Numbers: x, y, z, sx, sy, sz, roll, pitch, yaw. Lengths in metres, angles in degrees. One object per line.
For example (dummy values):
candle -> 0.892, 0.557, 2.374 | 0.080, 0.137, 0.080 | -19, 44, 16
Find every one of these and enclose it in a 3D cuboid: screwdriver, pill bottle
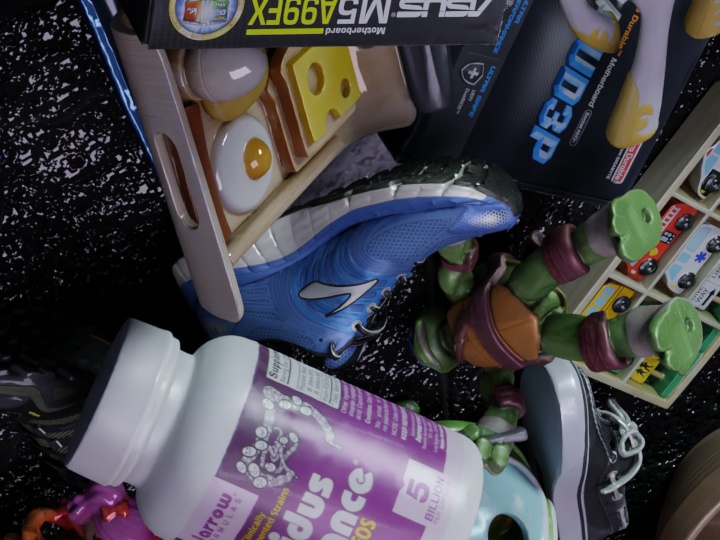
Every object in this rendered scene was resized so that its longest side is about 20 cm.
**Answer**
screwdriver -> 0.019, -0.172, 0.941 | 0.028, 0.029, 0.201 | 0, 120, 26
pill bottle -> -0.046, 0.102, 0.969 | 0.199, 0.113, 0.113 | 24, 115, -10

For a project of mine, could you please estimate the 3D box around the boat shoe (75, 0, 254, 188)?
boat shoe -> -0.089, -0.099, 0.937 | 0.068, 0.084, 0.201 | -25, 133, -7

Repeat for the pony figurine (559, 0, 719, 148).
pony figurine -> 0.176, -0.169, 0.920 | 0.192, 0.167, 0.200 | -25, 145, 2

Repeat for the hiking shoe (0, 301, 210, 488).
hiking shoe -> -0.161, 0.081, 1.042 | 0.199, 0.076, 0.101 | 8, 117, -31

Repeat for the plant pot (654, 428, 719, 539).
plant pot -> 0.277, 0.169, 1.303 | 0.199, 0.093, 0.202 | -13, 129, -17

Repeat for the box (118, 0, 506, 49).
box -> -0.043, -0.164, 0.830 | 0.159, 0.200, 0.045 | -3, 127, -23

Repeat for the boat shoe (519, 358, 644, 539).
boat shoe -> 0.147, 0.116, 1.204 | 0.068, 0.074, 0.200 | -18, 136, -6

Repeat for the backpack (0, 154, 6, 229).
backpack -> -0.248, -0.078, 0.845 | 0.181, 0.135, 0.201 | -4, 123, -23

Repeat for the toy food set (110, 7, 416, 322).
toy food set -> -0.036, -0.089, 0.901 | 0.200, 0.060, 0.144 | -49, 131, -47

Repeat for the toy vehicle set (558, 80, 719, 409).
toy vehicle set -> 0.207, -0.011, 1.178 | 0.124, 0.027, 0.201 | 21, 113, -36

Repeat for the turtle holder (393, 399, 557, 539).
turtle holder -> 0.042, 0.164, 1.163 | 0.141, 0.132, 0.185 | -44, 131, 12

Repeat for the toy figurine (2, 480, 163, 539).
toy figurine -> -0.138, 0.174, 1.066 | 0.199, 0.151, 0.184 | 34, 120, -13

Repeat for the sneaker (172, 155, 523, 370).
sneaker -> 0.000, 0.000, 0.998 | 0.199, 0.078, 0.090 | -20, 96, 26

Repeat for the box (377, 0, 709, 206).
box -> 0.115, -0.139, 1.024 | 0.158, 0.046, 0.201 | 10, 119, -30

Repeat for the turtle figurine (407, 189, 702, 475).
turtle figurine -> 0.074, 0.034, 1.042 | 0.193, 0.145, 0.199 | -19, 153, 39
